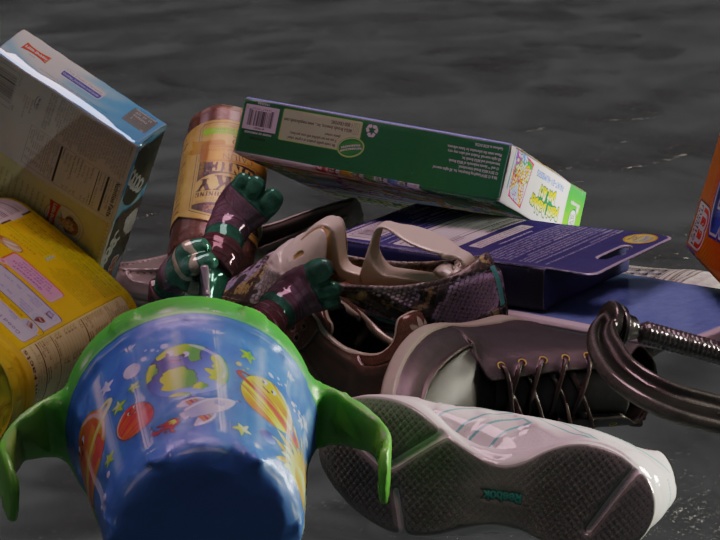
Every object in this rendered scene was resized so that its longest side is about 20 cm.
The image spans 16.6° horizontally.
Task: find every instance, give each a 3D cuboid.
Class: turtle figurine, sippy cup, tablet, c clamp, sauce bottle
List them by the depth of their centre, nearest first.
[{"bbox_3d":[-0.082,0.100,1.234,0.177,0.140,0.131,-34,24,7],"label":"sippy cup"},{"bbox_3d":[-0.086,0.042,1.384,0.100,0.151,0.200,-3,35,28],"label":"turtle figurine"},{"bbox_3d":[0.209,0.060,1.413,0.199,0.027,0.171,13,25,-24],"label":"c clamp"},{"bbox_3d":[0.159,0.023,1.564,0.199,0.014,0.130,10,18,40],"label":"tablet"},{"bbox_3d":[-0.100,-0.027,1.703,0.064,0.065,0.201,-2,47,5],"label":"sauce bottle"}]

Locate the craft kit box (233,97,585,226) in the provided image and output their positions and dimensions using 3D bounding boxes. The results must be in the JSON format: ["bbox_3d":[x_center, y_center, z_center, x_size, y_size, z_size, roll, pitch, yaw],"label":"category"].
[{"bbox_3d":[0.038,-0.069,1.733,0.198,0.049,0.197,12,-1,22],"label":"craft kit box"}]

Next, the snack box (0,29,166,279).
[{"bbox_3d":[-0.205,-0.045,1.604,0.116,0.201,0.037,33,41,11],"label":"snack box"}]

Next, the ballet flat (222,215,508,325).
[{"bbox_3d":[0.000,0.000,1.550,0.199,0.073,0.072,6,16,24],"label":"ballet flat"}]

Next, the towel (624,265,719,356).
[{"bbox_3d":[0.139,0.023,1.663,0.191,0.035,0.200,7,18,33],"label":"towel"}]

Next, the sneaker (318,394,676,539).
[{"bbox_3d":[0.072,0.108,1.300,0.199,0.071,0.080,11,9,25],"label":"sneaker"}]

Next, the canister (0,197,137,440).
[{"bbox_3d":[-0.232,0.033,1.502,0.148,0.087,0.200,40,20,7],"label":"canister"}]

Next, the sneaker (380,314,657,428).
[{"bbox_3d":[0.092,0.067,1.416,0.105,0.075,0.200,6,15,29],"label":"sneaker"}]

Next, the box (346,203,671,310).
[{"bbox_3d":[0.090,-0.009,1.607,0.199,0.033,0.121,7,16,32],"label":"box"}]

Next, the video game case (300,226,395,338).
[{"bbox_3d":[-0.004,0.011,1.651,0.142,0.018,0.200,5,20,20],"label":"video game case"}]

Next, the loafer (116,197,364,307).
[{"bbox_3d":[-0.088,-0.013,1.778,0.198,0.070,0.070,-9,15,-23],"label":"loafer"}]

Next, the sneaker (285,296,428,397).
[{"bbox_3d":[-0.026,0.048,1.511,0.199,0.076,0.070,8,18,38],"label":"sneaker"}]

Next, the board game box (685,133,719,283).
[{"bbox_3d":[0.341,-0.062,1.517,0.198,0.202,0.200,14,12,-9],"label":"board game box"}]
